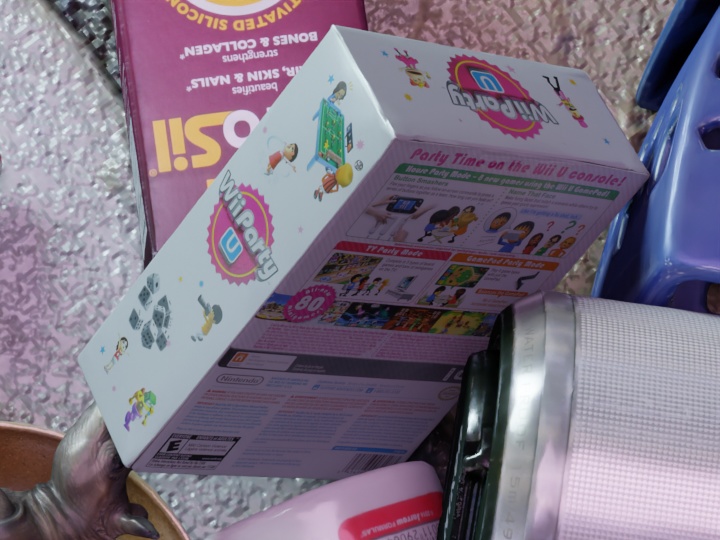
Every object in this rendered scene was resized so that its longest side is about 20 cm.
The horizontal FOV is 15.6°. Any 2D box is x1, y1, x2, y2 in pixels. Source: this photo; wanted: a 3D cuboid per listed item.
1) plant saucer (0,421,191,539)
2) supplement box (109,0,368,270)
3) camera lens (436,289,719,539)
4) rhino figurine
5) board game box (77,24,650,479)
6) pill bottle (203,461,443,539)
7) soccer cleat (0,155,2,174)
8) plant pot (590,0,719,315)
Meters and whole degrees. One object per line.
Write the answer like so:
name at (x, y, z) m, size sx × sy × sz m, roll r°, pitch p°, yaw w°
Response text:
plant saucer at (-0.161, 0.167, 1.131) m, size 0.199 × 0.035 × 0.201 m, roll 1°, pitch 78°, yaw -4°
supplement box at (-0.053, -0.099, 1.168) m, size 0.110 × 0.086 × 0.201 m, roll -7°, pitch 79°, yaw -6°
camera lens at (0.134, 0.097, 1.023) m, size 0.199 × 0.160 × 0.161 m, roll 8°, pitch 78°, yaw -1°
rhino figurine at (-0.160, 0.109, 1.094) m, size 0.199 × 0.060 × 0.088 m, roll -24°, pitch 95°, yaw -10°
board game box at (0.000, 0.000, 1.072) m, size 0.147 × 0.200 × 0.064 m, roll 6°, pitch 45°, yaw -43°
pill bottle at (0.013, 0.190, 1.101) m, size 0.110 × 0.111 × 0.201 m, roll -19°, pitch 80°, yaw -8°
soccer cleat at (-0.254, -0.074, 1.168) m, size 0.200 × 0.067 × 0.076 m, roll 33°, pitch 47°, yaw 8°
plant pot at (0.210, -0.039, 1.124) m, size 0.199 × 0.200 × 0.180 m, roll 8°, pitch 71°, yaw -3°
